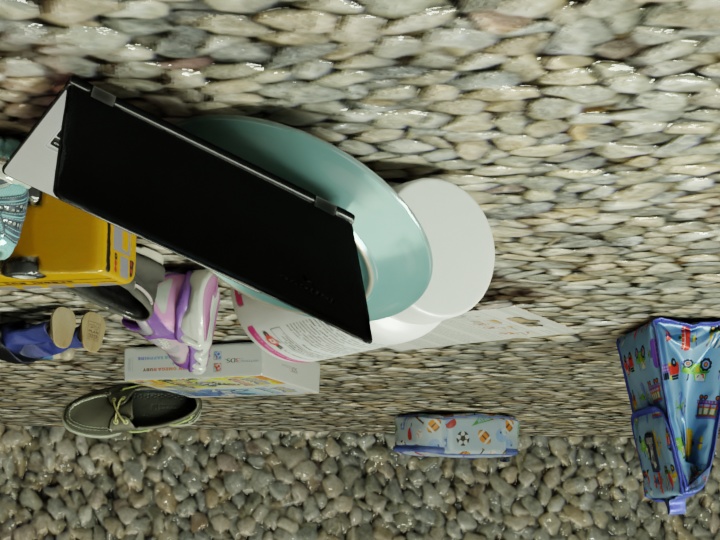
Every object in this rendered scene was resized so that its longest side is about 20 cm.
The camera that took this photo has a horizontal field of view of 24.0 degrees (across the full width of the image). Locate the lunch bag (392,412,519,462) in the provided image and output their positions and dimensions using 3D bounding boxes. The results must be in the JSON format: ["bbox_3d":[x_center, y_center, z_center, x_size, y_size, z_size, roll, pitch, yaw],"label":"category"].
[{"bbox_3d":[0.161,0.278,2.822,0.199,0.076,0.160,6,170,-24],"label":"lunch bag"}]

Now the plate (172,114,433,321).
[{"bbox_3d":[-0.051,-0.022,1.071,0.199,0.026,0.201,17,148,11],"label":"plate"}]

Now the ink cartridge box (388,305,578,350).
[{"bbox_3d":[0.085,0.037,1.605,0.199,0.050,0.161,-10,166,28],"label":"ink cartridge box"}]

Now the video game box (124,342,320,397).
[{"bbox_3d":[-0.166,0.124,2.079,0.181,0.047,0.200,-6,168,18],"label":"video game box"}]

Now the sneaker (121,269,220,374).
[{"bbox_3d":[-0.177,0.041,1.563,0.088,0.081,0.200,8,164,-1],"label":"sneaker"}]

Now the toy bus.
[{"bbox_3d":[-0.271,-0.021,1.240,0.199,0.066,0.078,-3,171,13],"label":"toy bus"}]

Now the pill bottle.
[{"bbox_3d":[0.000,0.000,1.206,0.113,0.114,0.200,7,168,-31],"label":"pill bottle"}]

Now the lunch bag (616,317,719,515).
[{"bbox_3d":[0.340,0.161,1.820,0.093,0.201,0.151,1,169,-7],"label":"lunch bag"}]

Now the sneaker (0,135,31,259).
[{"bbox_3d":[-0.302,-0.038,1.087,0.199,0.087,0.078,-4,168,24],"label":"sneaker"}]

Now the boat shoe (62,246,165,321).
[{"bbox_3d":[-0.220,0.000,1.372,0.066,0.057,0.200,-4,169,25],"label":"boat shoe"}]

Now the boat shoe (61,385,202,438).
[{"bbox_3d":[-0.325,0.197,2.417,0.200,0.073,0.060,-4,169,-11],"label":"boat shoe"}]

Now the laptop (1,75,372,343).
[{"bbox_3d":[-0.106,-0.014,0.964,0.186,0.117,0.200,26,149,-19],"label":"laptop"}]

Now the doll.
[{"bbox_3d":[-0.359,0.076,1.815,0.199,0.049,0.136,-9,165,41],"label":"doll"}]
